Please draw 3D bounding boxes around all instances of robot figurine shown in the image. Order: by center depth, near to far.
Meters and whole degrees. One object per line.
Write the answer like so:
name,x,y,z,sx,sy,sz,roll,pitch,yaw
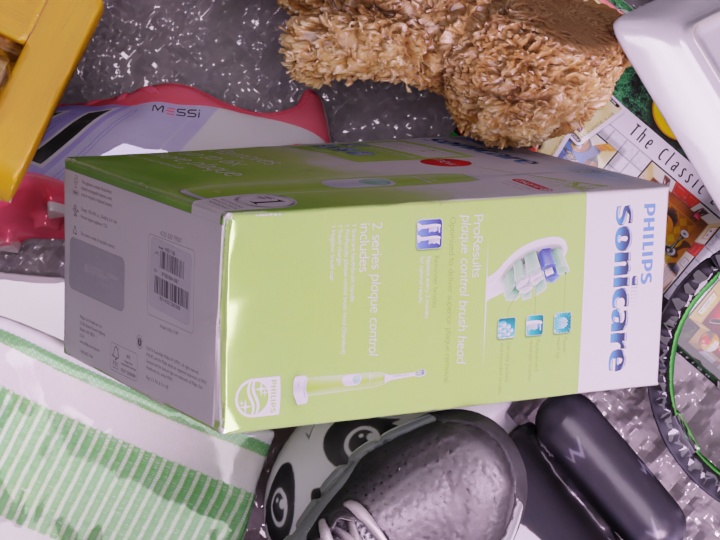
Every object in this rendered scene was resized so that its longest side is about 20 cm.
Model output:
robot figurine,0.047,0.132,1.030,0.150,0.125,0.200,-35,86,-19

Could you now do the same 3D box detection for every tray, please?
tray,0.205,-0.097,1.070,0.200,0.022,0.108,-28,83,-35

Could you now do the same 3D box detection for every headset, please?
headset,0.219,0.026,1.068,0.200,0.094,0.124,-29,86,9

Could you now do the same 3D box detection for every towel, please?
towel,-0.135,0.131,1.008,0.152,0.023,0.201,22,81,-5

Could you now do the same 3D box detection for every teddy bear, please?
teddy bear,0.020,-0.114,1.069,0.199,0.145,0.067,23,122,4

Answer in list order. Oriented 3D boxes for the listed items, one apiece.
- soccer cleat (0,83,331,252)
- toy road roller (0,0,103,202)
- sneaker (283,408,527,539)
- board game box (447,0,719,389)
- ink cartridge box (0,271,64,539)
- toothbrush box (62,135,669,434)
soccer cleat,-0.110,-0.050,1.082,0.199,0.067,0.077,6,67,-2
toy road roller,-0.164,-0.130,1.043,0.123,0.146,0.201,26,85,-5
sneaker,-0.021,0.136,0.925,0.200,0.115,0.075,-44,88,15
board game box,0.143,-0.029,1.106,0.200,0.023,0.105,40,81,3
ink cartridge box,-0.187,0.094,1.055,0.115,0.067,0.201,5,83,-2
toothbrush box,0.000,0.000,0.991,0.199,0.145,0.086,-3,102,-30
